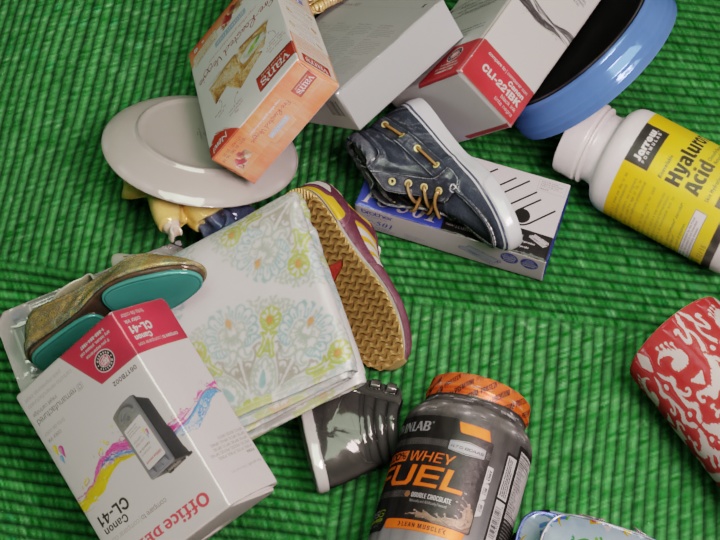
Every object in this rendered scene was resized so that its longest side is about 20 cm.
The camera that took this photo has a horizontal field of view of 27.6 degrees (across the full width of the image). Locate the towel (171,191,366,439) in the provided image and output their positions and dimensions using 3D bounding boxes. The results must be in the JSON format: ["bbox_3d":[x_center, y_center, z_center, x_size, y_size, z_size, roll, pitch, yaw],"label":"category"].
[{"bbox_3d":[-0.098,0.049,1.350,0.170,0.048,0.201,-26,68,12],"label":"towel"}]

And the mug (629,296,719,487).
[{"bbox_3d":[0.359,0.134,1.342,0.134,0.177,0.200,-50,62,18],"label":"mug"}]

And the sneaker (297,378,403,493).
[{"bbox_3d":[-0.016,0.104,1.381,0.098,0.071,0.201,-11,69,-7],"label":"sneaker"}]

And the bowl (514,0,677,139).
[{"bbox_3d":[0.225,-0.217,1.467,0.039,0.200,0.201,45,68,-18],"label":"bowl"}]

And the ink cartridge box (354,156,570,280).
[{"bbox_3d":[0.102,-0.066,1.472,0.199,0.044,0.094,17,63,10],"label":"ink cartridge box"}]

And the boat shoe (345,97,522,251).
[{"bbox_3d":[0.069,-0.077,1.418,0.091,0.071,0.201,-29,57,-14],"label":"boat shoe"}]

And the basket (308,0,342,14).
[{"bbox_3d":[-0.046,-0.382,1.559,0.199,0.143,0.149,-28,43,-12],"label":"basket"}]

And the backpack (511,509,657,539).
[{"bbox_3d":[0.215,0.305,1.228,0.198,0.147,0.184,13,67,5],"label":"backpack"}]

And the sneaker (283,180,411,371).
[{"bbox_3d":[0.000,0.000,1.428,0.075,0.090,0.201,-30,88,28],"label":"sneaker"}]

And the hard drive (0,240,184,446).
[{"bbox_3d":[-0.240,0.068,1.420,0.199,0.038,0.140,-22,65,-8],"label":"hard drive"}]

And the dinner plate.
[{"bbox_3d":[-0.160,-0.129,1.473,0.199,0.024,0.201,9,37,-7],"label":"dinner plate"}]

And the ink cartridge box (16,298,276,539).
[{"bbox_3d":[-0.190,0.149,1.292,0.147,0.085,0.201,-39,77,26],"label":"ink cartridge box"}]

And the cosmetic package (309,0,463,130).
[{"bbox_3d":[-0.011,-0.214,1.483,0.151,0.052,0.200,-45,29,-16],"label":"cosmetic package"}]

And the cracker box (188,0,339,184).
[{"bbox_3d":[-0.100,-0.198,1.443,0.134,0.058,0.201,-47,36,22],"label":"cracker box"}]

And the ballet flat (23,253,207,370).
[{"bbox_3d":[-0.233,0.023,1.357,0.199,0.071,0.071,-29,63,18],"label":"ballet flat"}]

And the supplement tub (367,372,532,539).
[{"bbox_3d":[0.081,0.201,1.296,0.122,0.123,0.201,14,64,9],"label":"supplement tub"}]

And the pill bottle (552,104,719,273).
[{"bbox_3d":[0.295,-0.090,1.442,0.199,0.111,0.112,29,68,16],"label":"pill bottle"}]

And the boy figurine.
[{"bbox_3d":[-0.165,-0.061,1.458,0.199,0.065,0.124,29,33,17],"label":"boy figurine"}]

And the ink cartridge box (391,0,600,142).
[{"bbox_3d":[0.139,-0.233,1.491,0.084,0.144,0.200,43,68,-19],"label":"ink cartridge box"}]
